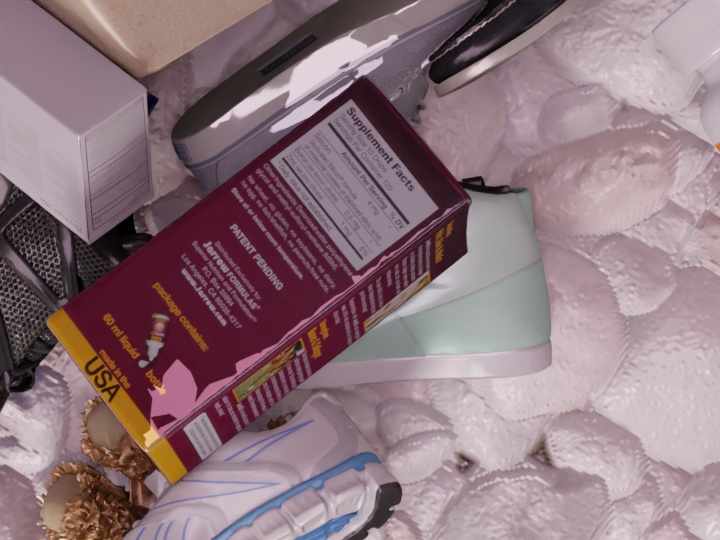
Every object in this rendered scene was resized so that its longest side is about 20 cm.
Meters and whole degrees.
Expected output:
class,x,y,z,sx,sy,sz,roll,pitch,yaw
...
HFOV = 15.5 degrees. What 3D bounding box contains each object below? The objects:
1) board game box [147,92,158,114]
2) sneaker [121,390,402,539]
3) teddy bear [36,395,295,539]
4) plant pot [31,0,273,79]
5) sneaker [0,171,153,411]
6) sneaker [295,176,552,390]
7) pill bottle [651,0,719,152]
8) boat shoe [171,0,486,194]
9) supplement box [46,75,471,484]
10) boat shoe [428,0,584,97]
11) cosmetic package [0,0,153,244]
class,x,y,z,sx,sy,sz,roll,pitch,yaw
board game box,-0.219,-0.043,1.436,0.134,0.045,0.200,31,93,2
sneaker,-0.082,0.128,1.372,0.199,0.075,0.087,-26,63,-1
teddy bear,-0.080,0.142,1.430,0.199,0.067,0.146,13,83,9
plant pot,-0.116,-0.201,1.341,0.200,0.200,0.177,-32,101,-17
sneaker,-0.167,0.027,1.374,0.114,0.076,0.200,18,87,8
sneaker,0.000,0.000,1.409,0.200,0.074,0.119,-4,97,-6
pill bottle,0.247,-0.073,1.377,0.109,0.110,0.200,-38,89,3
boat shoe,-0.004,-0.099,1.419,0.200,0.070,0.072,-33,113,-1
supplement box,-0.047,0.006,1.315,0.200,0.110,0.086,-38,79,-6
boat shoe,0.096,-0.166,1.373,0.199,0.074,0.066,-40,98,-20
cosmetic package,-0.188,-0.105,1.334,0.200,0.083,0.051,38,58,25
